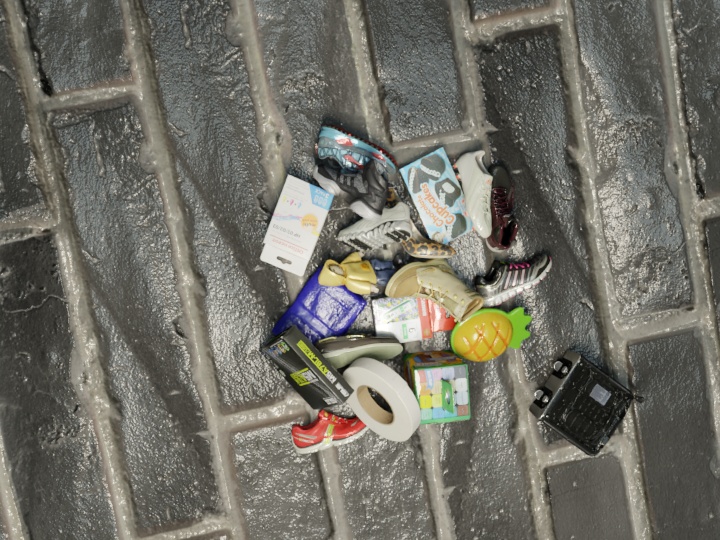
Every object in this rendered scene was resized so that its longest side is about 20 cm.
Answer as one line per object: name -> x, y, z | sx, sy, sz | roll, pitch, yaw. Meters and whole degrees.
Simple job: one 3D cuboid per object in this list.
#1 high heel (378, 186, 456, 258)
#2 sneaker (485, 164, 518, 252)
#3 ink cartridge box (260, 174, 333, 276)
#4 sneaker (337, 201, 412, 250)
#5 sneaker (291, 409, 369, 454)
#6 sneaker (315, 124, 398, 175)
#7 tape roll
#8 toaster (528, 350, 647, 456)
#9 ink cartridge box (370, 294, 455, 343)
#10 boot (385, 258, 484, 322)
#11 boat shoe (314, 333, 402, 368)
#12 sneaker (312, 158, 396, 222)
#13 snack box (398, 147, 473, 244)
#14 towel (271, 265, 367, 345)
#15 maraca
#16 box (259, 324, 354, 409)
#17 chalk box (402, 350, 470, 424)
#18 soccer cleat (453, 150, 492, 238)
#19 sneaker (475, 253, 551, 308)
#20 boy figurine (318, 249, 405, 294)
high heel -> 0.129, -0.107, 1.407 | 0.196, 0.071, 0.146 | 11, 97, 17
sneaker -> 0.330, -0.142, 1.418 | 0.074, 0.116, 0.205 | -4, 94, -4
ink cartridge box -> -0.146, -0.098, 1.408 | 0.113, 0.068, 0.204 | 21, 92, -5
sneaker -> 0.033, -0.098, 1.391 | 0.197, 0.075, 0.083 | -11, 65, 37
sneaker -> -0.067, 0.362, 1.442 | 0.196, 0.077, 0.087 | -17, 90, -4
sneaker -> -0.009, -0.253, 1.416 | 0.197, 0.079, 0.097 | 26, 106, 1
tape roll -> 0.043, 0.282, 1.354 | 0.037, 0.202, 0.205 | -38, 96, -35
toaster -> 0.521, 0.311, 1.461 | 0.198, 0.119, 0.183 | 34, 91, -5
ink cartridge box -> 0.126, 0.104, 1.450 | 0.195, 0.050, 0.112 | -8, 95, -3
boot -> 0.165, 0.053, 1.368 | 0.197, 0.156, 0.074 | -13, 137, -40
boat shoe -> -0.005, 0.171, 1.395 | 0.196, 0.073, 0.061 | -8, 50, -7
sneaker -> -0.009, -0.200, 1.350 | 0.199, 0.075, 0.115 | 39, 103, 23
snack box -> 0.179, -0.166, 1.444 | 0.114, 0.037, 0.203 | -26, 95, -2
towel -> -0.093, 0.110, 1.435 | 0.147, 0.050, 0.201 | 37, 90, -7
maraca -> 0.302, 0.145, 1.438 | 0.195, 0.108, 0.140 | -9, 125, -8
box -> -0.123, 0.219, 1.368 | 0.047, 0.199, 0.194 | -42, 95, -27
chalk box -> 0.171, 0.263, 1.389 | 0.121, 0.200, 0.128 | -4, 94, -4
soccer cleat -> 0.269, -0.176, 1.405 | 0.077, 0.069, 0.204 | -22, 72, 31
sneaker -> 0.350, 0.006, 1.450 | 0.197, 0.074, 0.089 | -30, 101, 3
boy figurine -> 0.000, 0.000, 1.408 | 0.195, 0.126, 0.065 | -1, 138, -16
